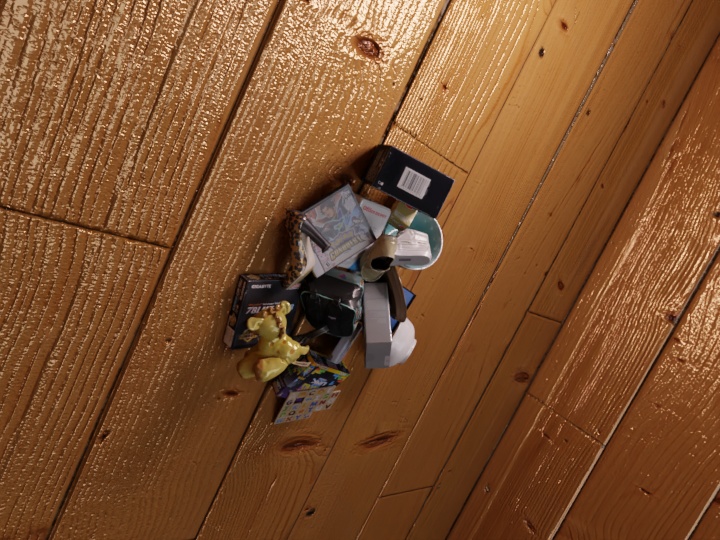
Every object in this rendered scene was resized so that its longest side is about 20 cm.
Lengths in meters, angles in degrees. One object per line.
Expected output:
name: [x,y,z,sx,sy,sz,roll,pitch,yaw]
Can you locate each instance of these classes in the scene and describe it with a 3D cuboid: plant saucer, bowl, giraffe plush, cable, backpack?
plant saucer: [0.092,0.061,1.781,0.029,0.201,0.202,-15,130,-11]
bowl: [0.127,0.251,2.001,0.203,0.090,0.201,-58,-178,2]
giraffe plush: [-0.233,0.172,1.516,0.173,0.197,0.165,-52,129,-61]
bowl: [0.143,-0.088,1.816,0.200,0.202,0.105,-38,180,-23]
cable: [-0.157,0.203,1.694,0.097,0.198,0.051,-10,80,-61]
backpack: [-0.074,0.093,1.688,0.202,0.173,0.155,93,15,-48]

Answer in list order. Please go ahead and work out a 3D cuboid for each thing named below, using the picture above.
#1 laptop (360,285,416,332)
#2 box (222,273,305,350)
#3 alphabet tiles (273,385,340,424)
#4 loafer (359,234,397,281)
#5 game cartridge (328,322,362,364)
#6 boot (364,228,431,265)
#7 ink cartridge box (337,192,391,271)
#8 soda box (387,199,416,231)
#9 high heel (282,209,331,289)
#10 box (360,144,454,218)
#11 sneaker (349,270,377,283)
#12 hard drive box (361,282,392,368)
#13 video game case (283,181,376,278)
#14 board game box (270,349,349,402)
laptop: [0.055,0.099,1.890,0.179,0.103,0.199,-57,142,-1]
box: [-0.259,0.107,1.597,0.198,0.049,0.201,0,116,-48]
alphabet tiles: [-0.163,0.422,1.868,0.197,0.008,0.168,-2,136,-35]
loafer: [0.044,-0.022,1.633,0.074,0.069,0.201,12,145,-11]
game cartridge: [-0.042,0.219,1.841,0.135,0.040,0.200,-62,175,0]
boot: [0.106,-0.070,1.712,0.196,0.097,0.074,4,146,-11]
ink cartridge box: [-0.017,-0.112,1.681,0.144,0.084,0.202,14,106,-51]
soda box: [0.150,-0.217,1.754,0.064,0.068,0.202,34,71,-10]
high heel: [-0.178,-0.054,1.531,0.200,0.143,0.071,-47,175,28]
box: [0.121,-0.243,1.591,0.194,0.200,0.119,25,97,-14]
sneaker: [0.000,0.000,1.789,0.092,0.070,0.203,-12,117,-19]
hard drive box: [0.045,0.163,1.745,0.075,0.203,0.157,-1,145,-2]
video game case: [-0.078,-0.105,1.574,0.198,0.026,0.182,-32,115,-6]
board game box: [-0.151,0.331,1.820,0.165,0.057,0.199,-43,144,13]
